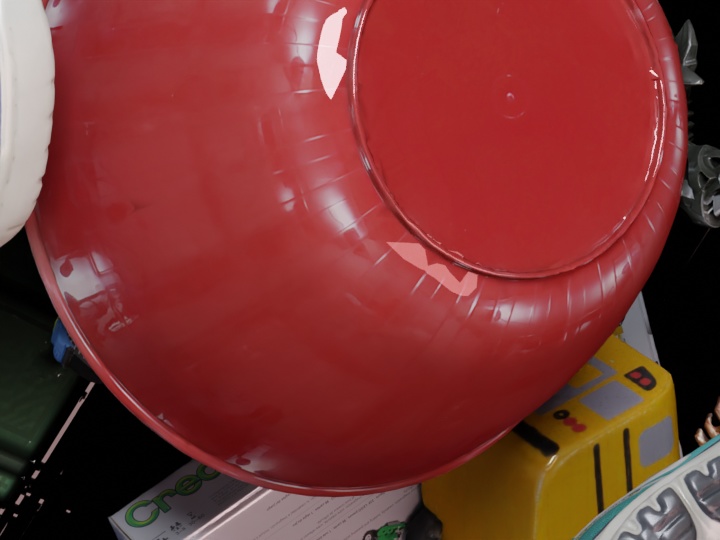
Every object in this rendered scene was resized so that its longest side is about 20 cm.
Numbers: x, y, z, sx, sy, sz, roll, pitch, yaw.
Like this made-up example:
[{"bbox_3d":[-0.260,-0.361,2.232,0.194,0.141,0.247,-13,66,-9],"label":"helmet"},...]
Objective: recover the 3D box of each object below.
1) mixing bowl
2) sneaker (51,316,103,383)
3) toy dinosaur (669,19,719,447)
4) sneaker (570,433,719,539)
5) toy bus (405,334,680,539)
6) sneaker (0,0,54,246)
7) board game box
[{"bbox_3d":[0.016,-0.040,0.685,0.200,0.108,0.201,4,82,-28],"label":"mixing bowl"},{"bbox_3d":[0.000,0.000,0.761,0.199,0.083,0.071,-12,154,-32],"label":"sneaker"},{"bbox_3d":[0.151,-0.026,0.826,0.102,0.136,0.200,22,108,-46],"label":"toy dinosaur"},{"bbox_3d":[0.141,0.064,0.785,0.200,0.080,0.078,-23,90,-21],"label":"sneaker"},{"bbox_3d":[0.069,0.121,0.851,0.078,0.065,0.201,-27,127,-26],"label":"toy bus"},{"bbox_3d":[-0.143,-0.088,0.613,0.111,0.077,0.201,-20,120,-35],"label":"sneaker"},{"bbox_3d":[0.020,0.080,0.858,0.200,0.035,0.126,-34,130,-19],"label":"board game box"}]
